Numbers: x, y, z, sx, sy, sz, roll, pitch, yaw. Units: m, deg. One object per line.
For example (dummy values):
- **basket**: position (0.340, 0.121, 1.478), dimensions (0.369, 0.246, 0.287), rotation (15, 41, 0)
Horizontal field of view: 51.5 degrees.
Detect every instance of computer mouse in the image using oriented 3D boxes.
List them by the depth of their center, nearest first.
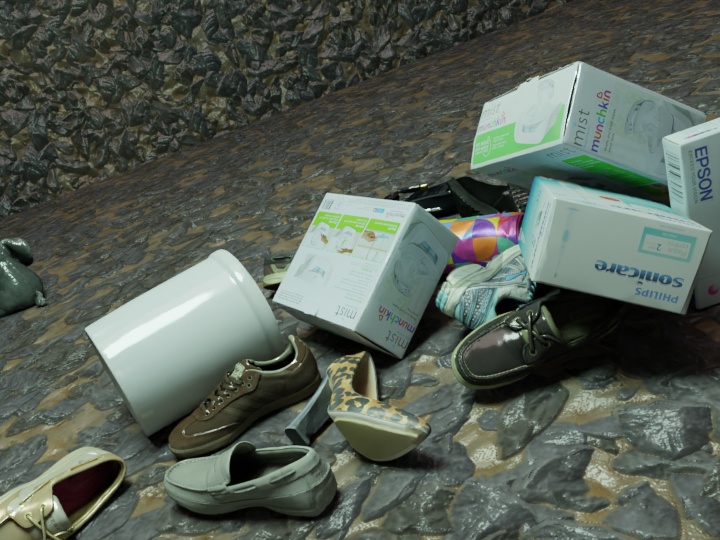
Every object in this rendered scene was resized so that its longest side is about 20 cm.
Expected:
- **computer mouse**: position (0.123, -0.128, 1.361), dimensions (0.199, 0.046, 0.140), rotation (-15, 18, 22)

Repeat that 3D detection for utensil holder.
- **utensil holder**: position (-0.225, 0.094, 0.963), dimensions (0.200, 0.171, 0.170), rotation (-32, 25, -21)

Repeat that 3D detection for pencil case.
- **pencil case**: position (0.146, -0.034, 1.064), dimensions (0.199, 0.089, 0.088), rotation (-4, 26, 31)

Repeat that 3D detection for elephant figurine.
- **elephant figurine**: position (-0.768, -0.012, 1.582), dimensions (0.155, 0.201, 0.142), rotation (-20, 22, -3)

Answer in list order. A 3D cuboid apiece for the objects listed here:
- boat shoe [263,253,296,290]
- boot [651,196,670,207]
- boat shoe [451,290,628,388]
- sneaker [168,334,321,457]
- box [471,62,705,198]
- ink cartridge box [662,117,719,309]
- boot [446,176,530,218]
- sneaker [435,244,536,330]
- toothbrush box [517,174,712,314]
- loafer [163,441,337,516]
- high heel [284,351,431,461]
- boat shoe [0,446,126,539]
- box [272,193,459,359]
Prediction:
- **boat shoe**: position (-0.068, -0.019, 1.195), dimensions (0.199, 0.065, 0.073), rotation (-14, -11, 11)
- **boot**: position (0.439, -0.106, 0.980), dimensions (0.075, 0.097, 0.200), rotation (-29, 24, -22)
- **boat shoe**: position (0.189, 0.061, 0.786), dimensions (0.199, 0.073, 0.065), rotation (-24, -19, -12)
- **sneaker**: position (-0.146, 0.145, 0.895), dimensions (0.199, 0.076, 0.070), rotation (-27, 24, -20)
- **box**: position (0.259, -0.153, 0.881), dimensions (0.176, 0.097, 0.200), rotation (15, -5, -20)
- **ink cartridge box**: position (0.431, -0.077, 0.790), dimensions (0.199, 0.197, 0.043), rotation (-19, 24, 2)
- **boot**: position (0.241, -0.118, 1.181), dimensions (0.157, 0.080, 0.211), rotation (-29, 34, -5)
- **sneaker**: position (0.182, 0.031, 0.928), dimensions (0.200, 0.078, 0.086), rotation (-21, 53, -40)
- **toothbrush box**: position (0.247, -0.034, 0.769), dimensions (0.146, 0.086, 0.200), rotation (13, 16, 6)
- **loafer**: position (-0.118, 0.202, 0.749), dimensions (0.199, 0.070, 0.070), rotation (-8, 25, 25)
- **high heel**: position (0.021, 0.129, 0.798), dimensions (0.199, 0.072, 0.143), rotation (-9, 29, 45)
- **boat shoe**: position (-0.331, 0.256, 0.789), dimensions (0.069, 0.074, 0.200), rotation (-10, 23, 36)
- **box**: position (0.000, 0.000, 0.982), dimensions (0.200, 0.097, 0.177), rotation (13, 74, 52)
